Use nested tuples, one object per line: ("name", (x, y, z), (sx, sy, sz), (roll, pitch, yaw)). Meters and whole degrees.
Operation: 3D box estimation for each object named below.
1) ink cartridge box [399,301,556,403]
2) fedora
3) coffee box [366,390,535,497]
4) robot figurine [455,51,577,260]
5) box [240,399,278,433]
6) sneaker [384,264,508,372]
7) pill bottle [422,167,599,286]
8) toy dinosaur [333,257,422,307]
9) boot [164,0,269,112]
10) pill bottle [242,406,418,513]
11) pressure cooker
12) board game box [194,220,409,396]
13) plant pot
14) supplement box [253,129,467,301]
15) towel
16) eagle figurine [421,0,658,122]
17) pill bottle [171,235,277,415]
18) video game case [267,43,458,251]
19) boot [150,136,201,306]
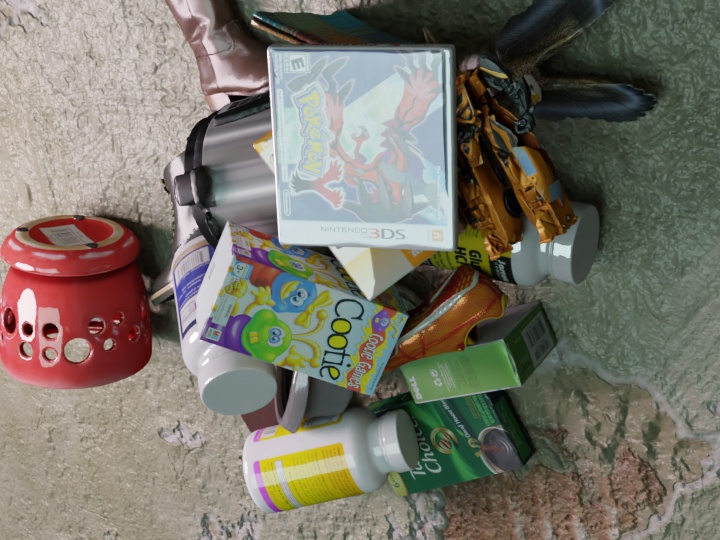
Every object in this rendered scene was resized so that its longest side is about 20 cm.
("ink cartridge box", (0.113, 0.099, 1.614), (0.199, 0.104, 0.060), (-14, 105, 37))
("fedora", (-0.049, 0.093, 1.671), (0.090, 0.201, 0.177), (4, 152, -12))
("coffee box", (0.101, 0.200, 1.713), (0.199, 0.044, 0.123), (-19, 103, 38))
("robot figurine", (0.124, -0.114, 1.382), (0.145, 0.058, 0.201), (-20, 105, 45))
("box", (-0.091, 0.180, 1.808), (0.100, 0.075, 0.201), (-25, 97, 38))
("sneaker", (0.080, 0.070, 1.533), (0.077, 0.073, 0.200), (38, 136, -17))
("pill bottle", (0.148, -0.046, 1.510), (0.199, 0.112, 0.113), (13, 120, 27))
("toy dinosaur", (0.000, 0.000, 1.673), (0.199, 0.048, 0.088), (20, 140, 24))
("boot", (-0.146, -0.297, 1.608), (0.186, 0.064, 0.201), (-15, 100, 35))
("pill bottle", (-0.034, 0.224, 1.700), (0.199, 0.104, 0.105), (-15, 106, 19))
("pressure cooker", (-0.107, -0.104, 1.588), (0.199, 0.179, 0.176), (-9, 139, 26))
("board game box", (-0.065, 0.041, 1.509), (0.199, 0.103, 0.105), (19, 107, -16))
("plant pot", (-0.370, 0.033, 1.837), (0.199, 0.200, 0.184), (14, 113, 26))
("supplement box", (0.002, -0.088, 1.437), (0.126, 0.074, 0.200), (-37, 94, 11))
("towel", (-0.007, -0.238, 1.460), (0.146, 0.200, 0.022), (26, 109, 19))
("eagle figurine", (0.183, -0.202, 1.421), (0.199, 0.152, 0.152), (-21, 148, 9))
("pill bottle", (-0.156, 0.064, 1.666), (0.119, 0.201, 0.120), (-8, 141, -7))
("video game case", (0.003, -0.118, 1.363), (0.181, 0.023, 0.201), (2, 109, 13))
("boot", (-0.224, -0.060, 1.776), (0.200, 0.077, 0.139), (-40, 85, 27))
